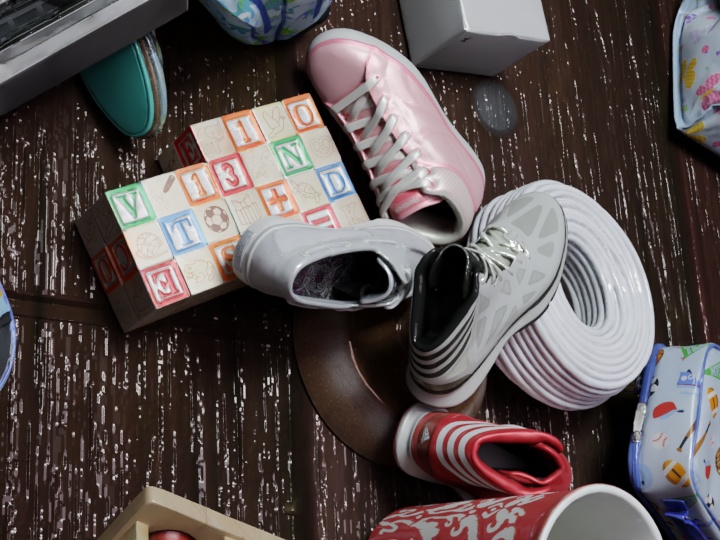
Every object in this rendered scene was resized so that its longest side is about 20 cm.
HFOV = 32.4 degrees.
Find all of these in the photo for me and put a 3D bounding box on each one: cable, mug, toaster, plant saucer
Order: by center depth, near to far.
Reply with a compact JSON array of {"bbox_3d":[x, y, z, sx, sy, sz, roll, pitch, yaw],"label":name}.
[{"bbox_3d":[-0.229,-0.209,0.782,0.199,0.119,0.182,-31,96,-11],"label":"toaster"},{"bbox_3d":[0.114,0.232,0.882,0.177,0.199,0.134,33,62,-29],"label":"mug"},{"bbox_3d":[0.037,0.056,0.998,0.199,0.037,0.202,13,67,-35],"label":"plant saucer"},{"bbox_3d":[0.175,0.021,1.073,0.200,0.069,0.201,46,42,-21],"label":"cable"}]

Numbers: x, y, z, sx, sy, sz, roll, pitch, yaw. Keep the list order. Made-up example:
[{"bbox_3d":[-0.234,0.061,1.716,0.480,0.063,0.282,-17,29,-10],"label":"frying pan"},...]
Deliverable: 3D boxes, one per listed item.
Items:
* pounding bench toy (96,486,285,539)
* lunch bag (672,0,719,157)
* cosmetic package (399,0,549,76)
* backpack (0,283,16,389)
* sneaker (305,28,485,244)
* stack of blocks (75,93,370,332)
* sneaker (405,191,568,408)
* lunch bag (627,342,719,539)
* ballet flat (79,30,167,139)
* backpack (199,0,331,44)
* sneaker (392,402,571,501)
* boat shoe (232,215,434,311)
[{"bbox_3d":[-0.130,0.254,0.746,0.124,0.200,0.157,29,27,-29],"label":"pounding bench toy"},{"bbox_3d":[0.432,-0.218,1.351,0.169,0.127,0.201,28,52,-30],"label":"lunch bag"},{"bbox_3d":[0.091,-0.288,1.130,0.107,0.085,0.202,1,74,-37],"label":"cosmetic package"},{"bbox_3d":[-0.301,0.043,0.669,0.200,0.134,0.183,-42,101,-39],"label":"backpack"},{"bbox_3d":[0.027,-0.102,1.007,0.200,0.075,0.105,45,35,-22],"label":"sneaker"},{"bbox_3d":[-0.101,-0.046,0.903,0.199,0.058,0.116,-23,85,-38],"label":"stack of blocks"},{"bbox_3d":[0.100,0.000,0.924,0.075,0.116,0.201,26,64,20],"label":"sneaker"},{"bbox_3d":[0.300,0.166,1.109,0.200,0.075,0.161,48,50,-42],"label":"lunch bag"},{"bbox_3d":[-0.186,-0.192,0.893,0.074,0.074,0.201,-36,101,-40],"label":"ballet flat"},{"bbox_3d":[-0.081,-0.246,0.908,0.153,0.200,0.164,-38,101,-18],"label":"backpack"},{"bbox_3d":[0.126,0.160,0.958,0.199,0.115,0.079,18,86,-42],"label":"sneaker"},{"bbox_3d":[0.000,0.000,0.890,0.199,0.068,0.072,13,106,-51],"label":"boat shoe"}]
